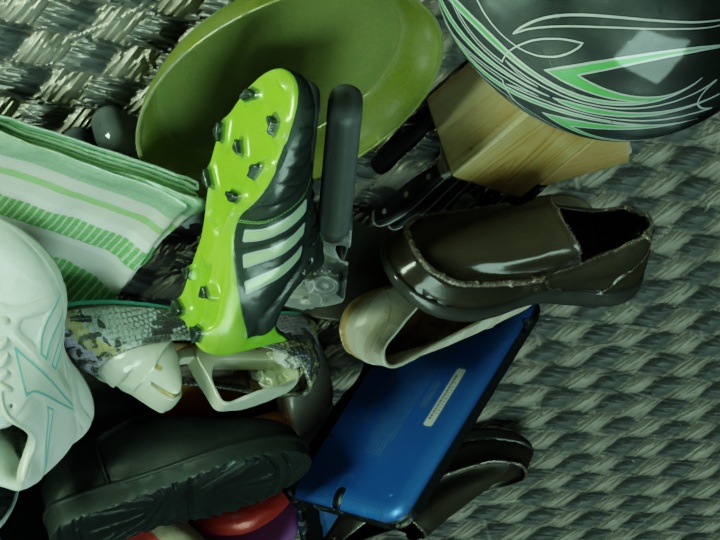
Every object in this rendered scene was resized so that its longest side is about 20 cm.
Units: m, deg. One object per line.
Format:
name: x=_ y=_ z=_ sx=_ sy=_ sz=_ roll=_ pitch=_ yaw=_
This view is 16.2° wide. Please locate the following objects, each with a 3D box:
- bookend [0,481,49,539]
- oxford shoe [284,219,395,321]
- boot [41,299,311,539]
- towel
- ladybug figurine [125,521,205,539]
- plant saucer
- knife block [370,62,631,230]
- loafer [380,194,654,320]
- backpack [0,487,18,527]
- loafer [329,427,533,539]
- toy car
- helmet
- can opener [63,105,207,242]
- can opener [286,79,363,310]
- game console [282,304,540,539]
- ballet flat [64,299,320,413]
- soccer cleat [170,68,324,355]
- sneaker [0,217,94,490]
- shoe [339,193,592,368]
bookend: x=-0.239 y=0.209 z=1.886 sx=0.092 sy=0.199 sz=0.200 roll=-28 pitch=121 yaw=18
oxford shoe: x=0.000 y=0.000 z=1.749 sx=0.198 sy=0.072 sz=0.071 roll=5 pitch=179 yaw=-21
boot: x=-0.147 y=0.092 z=1.718 sx=0.197 sy=0.163 sz=0.074 roll=-16 pitch=150 yaw=-6
towel: x=-0.201 y=-0.023 z=1.583 sx=0.152 sy=0.024 sz=0.200 roll=18 pitch=146 yaw=-22
ladybug figurine: x=-0.144 y=0.221 z=1.795 sx=0.072 sy=0.135 sz=0.200 roll=-51 pitch=150 yaw=-17
plant saucer: x=-0.046 y=-0.116 z=1.541 sx=0.199 sy=0.031 sz=0.200 roll=-18 pitch=150 yaw=-11
knife block: x=0.084 y=-0.097 z=1.624 sx=0.174 sy=0.064 sz=0.200 roll=-15 pitch=151 yaw=-6
loafer: x=0.104 y=-0.020 z=1.628 sx=0.199 sy=0.073 sz=0.072 roll=-5 pitch=142 yaw=-32
backpack: x=-0.322 y=0.107 z=1.639 sx=0.199 sy=0.179 sz=0.150 roll=1 pitch=168 yaw=-36
loafer: x=0.051 y=0.189 z=2.083 sx=0.199 sy=0.072 sz=0.073 roll=-17 pitch=151 yaw=-1
toy car: x=-0.095 y=0.142 z=1.843 sx=0.174 sy=0.151 sz=0.200 roll=-16 pitch=151 yaw=-5
helmet: x=0.141 y=-0.169 z=1.426 sx=0.190 sy=0.200 sz=0.200 roll=-29 pitch=154 yaw=-16
can opener: x=-0.110 y=-0.044 z=1.614 sx=0.052 sy=0.067 sz=0.200 roll=-32 pitch=143 yaw=21
can opener: x=-0.028 y=-0.052 z=1.591 sx=0.053 sy=0.067 sz=0.201 roll=6 pitch=138 yaw=-1
game console: x=0.042 y=0.115 z=1.811 sx=0.170 sy=0.201 sz=0.118 roll=10 pitch=149 yaw=44
ballet flat: x=-0.111 y=0.058 z=1.650 sx=0.199 sy=0.072 sz=0.072 roll=3 pitch=145 yaw=-30
soccer cleat: x=-0.054 y=-0.036 z=1.520 sx=0.081 sy=0.068 sz=0.201 roll=-5 pitch=130 yaw=-32
sneaker: x=-0.219 y=0.052 z=1.576 sx=0.070 sy=0.080 sz=0.201 roll=4 pitch=130 yaw=24
shoe: x=0.082 y=0.011 z=1.710 sx=0.199 sy=0.053 sz=0.070 roll=-29 pitch=110 yaw=-15
